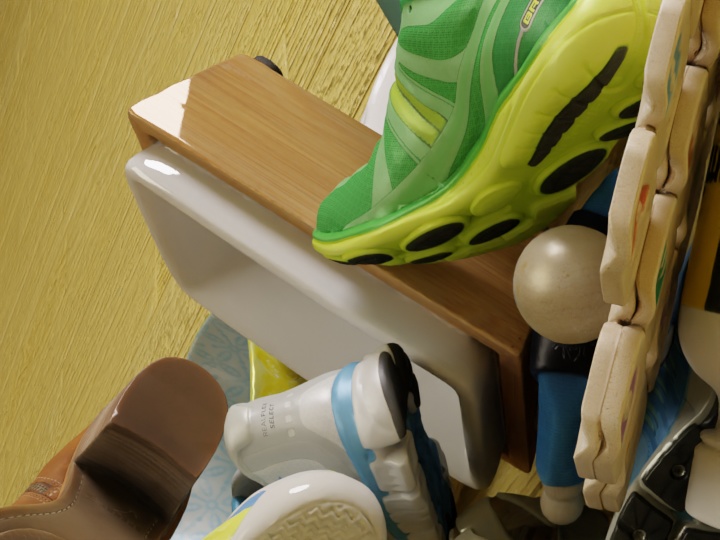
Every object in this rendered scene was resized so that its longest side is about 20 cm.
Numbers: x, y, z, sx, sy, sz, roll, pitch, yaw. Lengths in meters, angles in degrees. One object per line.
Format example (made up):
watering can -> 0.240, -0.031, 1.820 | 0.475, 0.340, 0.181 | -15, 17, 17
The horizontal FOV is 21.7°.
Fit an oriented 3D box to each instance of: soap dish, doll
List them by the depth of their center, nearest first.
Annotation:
doll -> 0.086, 0.027, 0.704 | 0.200, 0.048, 0.138 | 60, -135, -73
soap dish -> 0.000, 0.000, 0.826 | 0.081, 0.199, 0.158 | -53, -19, -16

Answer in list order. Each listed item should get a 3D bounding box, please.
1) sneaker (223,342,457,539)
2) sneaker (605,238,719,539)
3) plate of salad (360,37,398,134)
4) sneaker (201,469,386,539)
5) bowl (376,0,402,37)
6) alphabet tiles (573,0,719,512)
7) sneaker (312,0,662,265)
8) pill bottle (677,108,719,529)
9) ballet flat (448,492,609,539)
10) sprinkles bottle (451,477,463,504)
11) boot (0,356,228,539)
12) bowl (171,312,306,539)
sneaker -> -0.007, 0.097, 0.777 | 0.201, 0.086, 0.076 | 70, -167, -52
sneaker -> 0.138, 0.051, 0.679 | 0.090, 0.078, 0.202 | -68, -6, -77
plate of salad -> 0.063, -0.105, 0.968 | 0.200, 0.048, 0.201 | -44, 26, 27
sneaker -> -0.056, 0.131, 0.715 | 0.201, 0.075, 0.105 | -57, 23, 26
bowl -> 0.090, -0.123, 0.745 | 0.201, 0.199, 0.106 | 172, 85, -70
alphabet tiles -> 0.097, -0.029, 0.577 | 0.196, 0.014, 0.202 | 61, -137, -70
sneaker -> 0.044, -0.060, 0.671 | 0.200, 0.073, 0.084 | -42, 57, 51
pill bottle -> 0.158, -0.017, 0.562 | 0.112, 0.111, 0.202 | -166, 87, -71
ballet flat -> 0.063, 0.120, 0.745 | 0.067, 0.064, 0.200 | -41, 6, 12
sprinkles bottle -> 0.031, 0.071, 0.944 | 0.068, 0.068, 0.202 | -122, 46, -63
boot -> -0.129, 0.136, 0.728 | 0.200, 0.074, 0.155 | -47, -4, -42
bowl -> -0.044, 0.126, 1.070 | 0.200, 0.107, 0.202 | -169, 90, -72
